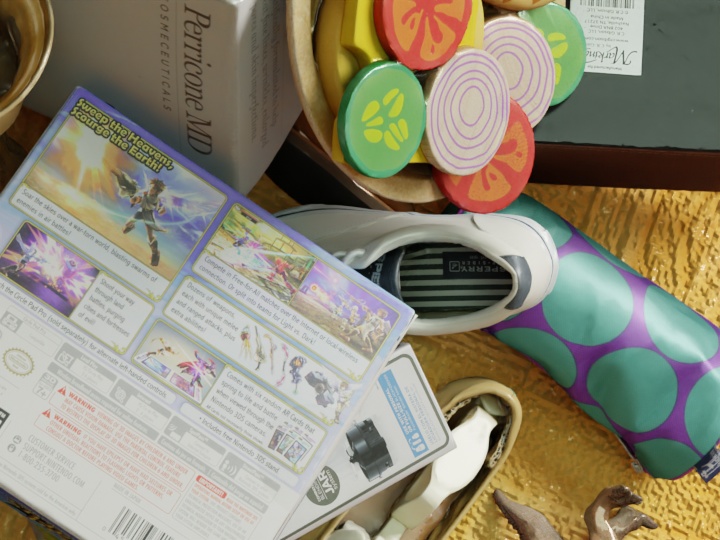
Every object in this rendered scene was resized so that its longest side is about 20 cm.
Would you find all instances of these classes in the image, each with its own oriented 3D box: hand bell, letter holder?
[{"bbox_3d":[-0.187,-0.072,1.111,0.103,0.200,0.105,-1,69,2],"label":"hand bell"},{"bbox_3d":[0.146,-0.101,1.217,0.198,0.142,0.101,3,82,-3],"label":"letter holder"}]

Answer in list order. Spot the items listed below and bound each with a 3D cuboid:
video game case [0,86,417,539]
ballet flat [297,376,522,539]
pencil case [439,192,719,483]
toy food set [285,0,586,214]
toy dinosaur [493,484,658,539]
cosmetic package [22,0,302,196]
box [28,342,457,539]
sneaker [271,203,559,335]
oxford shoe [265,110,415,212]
[{"bbox_3d":[-0.104,0.043,1.073,0.199,0.045,0.182,34,73,-2],"label":"video game case"},{"bbox_3d":[0.016,0.133,1.200,0.069,0.063,0.200,39,75,-6],"label":"ballet flat"},{"bbox_3d":[0.119,0.033,1.230,0.199,0.085,0.093,36,103,-6],"label":"pencil case"},{"bbox_3d":[0.042,-0.125,1.068,0.199,0.048,0.200,-5,104,-46],"label":"toy food set"},{"bbox_3d":[0.143,0.201,1.217,0.199,0.086,0.136,34,82,-2],"label":"toy dinosaur"},{"bbox_3d":[-0.107,-0.174,1.116,0.199,0.165,0.166,24,61,12],"label":"cosmetic package"},{"bbox_3d":[-0.064,0.106,1.153,0.199,0.117,0.060,-29,100,-15],"label":"box"},{"bbox_3d":[0.000,0.000,1.157,0.199,0.071,0.074,-7,93,18],"label":"sneaker"},{"bbox_3d":[-0.037,-0.092,1.217,0.200,0.071,0.071,43,69,-4],"label":"oxford shoe"}]
